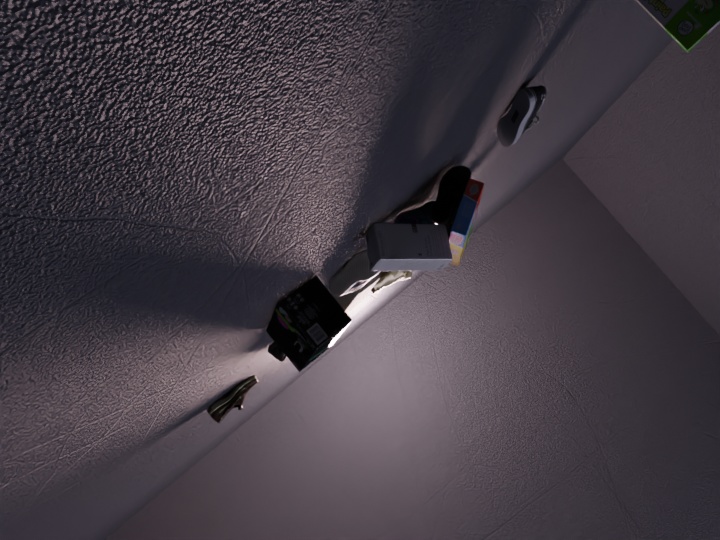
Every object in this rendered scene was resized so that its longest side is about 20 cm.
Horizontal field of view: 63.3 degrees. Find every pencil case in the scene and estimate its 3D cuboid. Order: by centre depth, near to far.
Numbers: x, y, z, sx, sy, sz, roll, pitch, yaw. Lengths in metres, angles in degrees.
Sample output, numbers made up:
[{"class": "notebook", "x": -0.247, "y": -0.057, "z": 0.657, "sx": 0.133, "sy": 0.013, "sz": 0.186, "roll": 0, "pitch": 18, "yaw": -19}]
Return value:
[{"class": "pencil case", "x": 0.165, "y": -0.134, "z": 1.606, "sx": 0.091, "sy": 0.087, "sz": 0.199, "roll": -10, "pitch": -171, "yaw": 33}]

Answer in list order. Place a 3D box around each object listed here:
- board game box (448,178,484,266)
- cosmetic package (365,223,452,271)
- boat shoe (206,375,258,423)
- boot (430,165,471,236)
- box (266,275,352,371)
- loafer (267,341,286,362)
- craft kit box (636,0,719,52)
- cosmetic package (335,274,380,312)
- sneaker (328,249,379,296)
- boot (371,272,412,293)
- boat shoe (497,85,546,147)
[{"class": "board game box", "x": 0.268, "y": -0.120, "z": 1.516, "sx": 0.200, "sy": 0.040, "sz": 0.155, "roll": 78, "pitch": 33, "yaw": -69}, {"class": "cosmetic package", "x": 0.119, "y": -0.057, "z": 1.450, "sx": 0.197, "sy": 0.103, "sz": 0.074, "roll": -1, "pitch": 156, "yaw": -21}, {"class": "boat shoe", "x": -0.427, "y": 0.448, "z": 2.013, "sx": 0.201, "sy": 0.075, "sz": 0.075, "roll": -37, "pitch": 171, "yaw": -24}, {"class": "boot", "x": 0.240, "y": -0.162, "z": 1.571, "sx": 0.202, "sy": 0.068, "sz": 0.174, "roll": -61, "pitch": 158, "yaw": -15}, {"class": "box", "x": -0.134, "y": 0.138, "z": 1.465, "sx": 0.124, "sy": 0.149, "sz": 0.200, "roll": -36, "pitch": 171, "yaw": -30}, {"class": "loafer", "x": -0.198, "y": 0.209, "z": 1.809, "sx": 0.200, "sy": 0.072, "sz": 0.073, "roll": -43, "pitch": 171, "yaw": 17}, {"class": "craft kit box", "x": 0.622, "y": -0.554, "z": 1.081, "sx": 0.198, "sy": 0.201, "sz": 0.048, "roll": -46, "pitch": 169, "yaw": 33}, {"class": "cosmetic package", "x": -0.023, "y": 0.059, "z": 1.815, "sx": 0.103, "sy": 0.073, "sz": 0.200, "roll": -35, "pitch": 171, "yaw": -28}, {"class": "sneaker", "x": 0.000, "y": 0.000, "z": 1.601, "sx": 0.199, "sy": 0.079, "sz": 0.079, "roll": -33, "pitch": 172, "yaw": 34}, {"class": "boot", "x": 0.092, "y": -0.009, "z": 1.886, "sx": 0.153, "sy": 0.073, "sz": 0.201, "roll": -24, "pitch": 153, "yaw": -12}, {"class": "boat shoe", "x": 0.391, "y": -0.375, "z": 1.415, "sx": 0.067, "sy": 0.074, "sz": 0.200, "roll": -22, "pitch": 157, "yaw": -15}]
